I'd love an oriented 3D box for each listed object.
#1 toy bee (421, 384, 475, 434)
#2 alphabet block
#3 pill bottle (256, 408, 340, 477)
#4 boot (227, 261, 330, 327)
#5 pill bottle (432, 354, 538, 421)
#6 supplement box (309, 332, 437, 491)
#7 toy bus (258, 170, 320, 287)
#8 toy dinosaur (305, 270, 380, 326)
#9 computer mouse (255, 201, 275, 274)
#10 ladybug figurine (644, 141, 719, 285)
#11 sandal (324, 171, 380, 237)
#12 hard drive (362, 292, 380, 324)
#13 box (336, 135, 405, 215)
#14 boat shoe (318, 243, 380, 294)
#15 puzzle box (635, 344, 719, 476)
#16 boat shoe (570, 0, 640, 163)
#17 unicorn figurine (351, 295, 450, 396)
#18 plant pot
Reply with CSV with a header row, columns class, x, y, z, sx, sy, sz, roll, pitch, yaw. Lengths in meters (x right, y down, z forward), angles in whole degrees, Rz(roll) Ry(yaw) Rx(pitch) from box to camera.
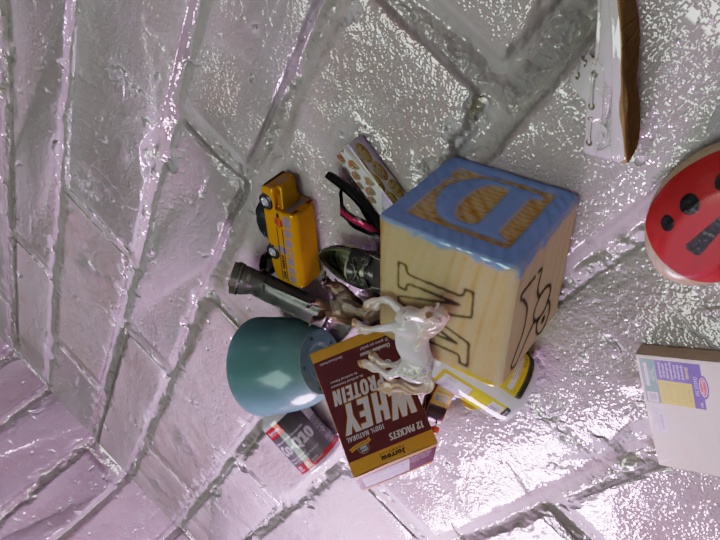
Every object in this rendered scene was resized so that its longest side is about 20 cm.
class,x,y,z,sx,sy,sz,roll,pitch,yaw
toy bee,0.141,0.219,1.167,0.130,0.109,0.201,4,133,11
alphabet block,0.153,-0.004,0.913,0.196,0.195,0.201,25,134,29
pill bottle,-0.151,0.357,1.554,0.200,0.114,0.114,47,141,1
boot,-0.154,0.046,1.325,0.199,0.073,0.182,18,179,-6
pill bottle,0.162,0.135,1.046,0.199,0.112,0.112,32,141,-3
supplement box,0.022,0.224,1.093,0.200,0.132,0.198,82,167,-67
toy bus,-0.123,-0.071,1.216,0.078,0.065,0.201,23,135,29
toy dinosaur,-0.016,0.070,1.169,0.135,0.086,0.200,24,-177,-11
computer mouse,-0.182,-0.056,1.311,0.058,0.034,0.201,31,138,20
ladybug figurine,0.386,-0.055,0.744,0.135,0.072,0.201,36,139,16
sandal,0.008,-0.076,1.082,0.200,0.045,0.075,48,-178,-2
hard drive,0.079,0.079,1.167,0.135,0.042,0.201,39,140,12
box,0.041,-0.113,1.048,0.201,0.041,0.039,54,141,-4
boat shoe,0.000,-0.001,1.115,0.200,0.066,0.072,23,111,53
puzzle box,0.456,0.192,0.917,0.132,0.025,0.201,2,122,43
boat shoe,0.260,-0.210,0.738,0.069,0.071,0.201,11,129,35
unicorn figurine,0.057,0.087,0.881,0.136,0.074,0.201,7,140,28
plant pot,-0.136,0.183,1.345,0.160,0.201,0.202,-10,115,36
